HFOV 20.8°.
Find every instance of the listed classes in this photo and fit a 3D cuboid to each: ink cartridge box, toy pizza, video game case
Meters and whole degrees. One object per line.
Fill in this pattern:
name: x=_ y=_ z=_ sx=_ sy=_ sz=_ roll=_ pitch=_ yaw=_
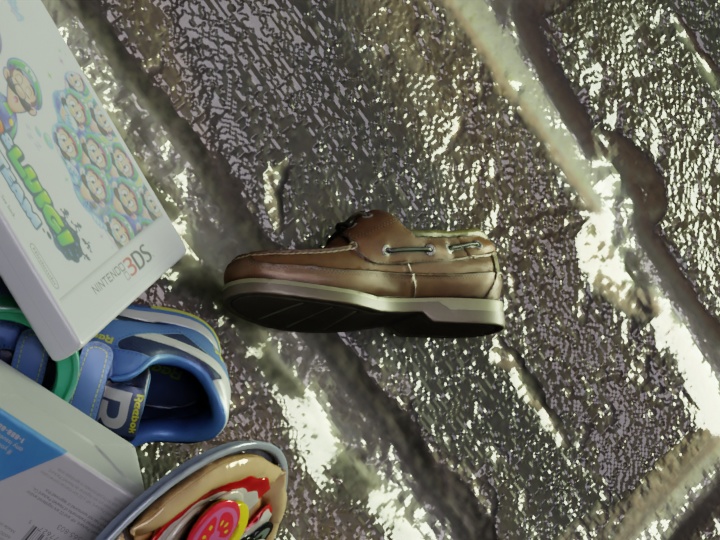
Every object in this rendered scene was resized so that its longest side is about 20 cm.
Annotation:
ink cartridge box: x=-0.217 y=0.151 z=1.017 sx=0.115 sy=0.068 sz=0.200 roll=37 pitch=100 yaw=-25
toy pizza: x=-0.104 y=0.176 z=1.048 sx=0.032 sy=0.201 sz=0.200 roll=39 pitch=60 yaw=22
video game case: x=-0.176 y=-0.068 z=1.056 sx=0.201 sy=0.024 sz=0.182 roll=60 pitch=19 yaw=-8

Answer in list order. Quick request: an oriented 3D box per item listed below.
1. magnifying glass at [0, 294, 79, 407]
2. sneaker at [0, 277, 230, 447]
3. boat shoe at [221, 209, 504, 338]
magnifying glass: x=-0.241 y=0.075 z=1.026 sx=0.199 sy=0.022 sz=0.080 roll=-23 pitch=118 yaw=0
sneaker: x=-0.159 y=0.055 z=1.080 sx=0.198 sy=0.082 sz=0.074 roll=5 pitch=117 yaw=-26
boat shoe: x=0.000 y=0.000 z=1.200 sx=0.199 sy=0.072 sz=0.069 roll=7 pitch=74 yaw=-37
